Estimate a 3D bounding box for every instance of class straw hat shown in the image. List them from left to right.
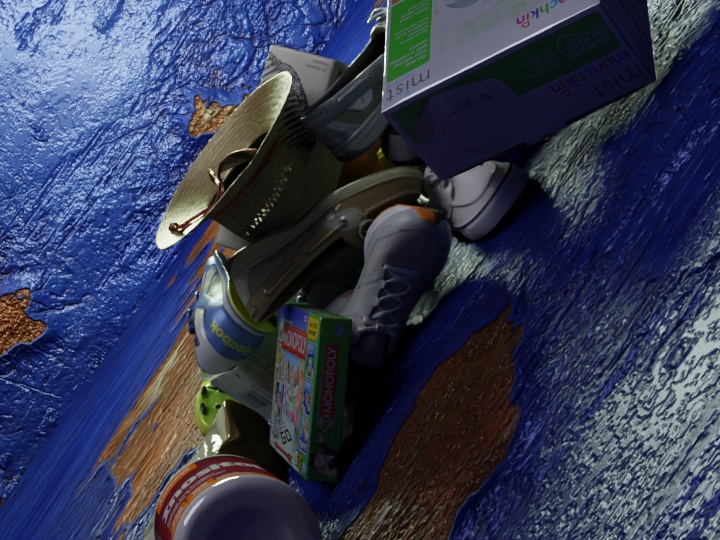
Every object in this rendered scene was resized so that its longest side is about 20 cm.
[{"bbox_3d":[-0.095,-0.075,1.443,0.201,0.085,0.201,-46,19,20],"label":"straw hat"}]

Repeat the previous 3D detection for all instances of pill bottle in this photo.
[{"bbox_3d":[-0.103,0.205,1.252,0.113,0.113,0.200,-56,11,-8],"label":"pill bottle"}]

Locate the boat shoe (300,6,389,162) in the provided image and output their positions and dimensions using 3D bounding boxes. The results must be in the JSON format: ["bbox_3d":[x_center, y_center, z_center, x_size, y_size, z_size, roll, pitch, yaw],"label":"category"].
[{"bbox_3d":[0.018,-0.195,1.468,0.202,0.065,0.074,-57,24,-15],"label":"boat shoe"}]

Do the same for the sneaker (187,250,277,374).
[{"bbox_3d":[-0.135,0.040,1.578,0.082,0.074,0.200,-53,13,11],"label":"sneaker"}]

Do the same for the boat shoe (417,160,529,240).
[{"bbox_3d":[0.088,-0.076,1.403,0.072,0.066,0.200,-54,11,-1],"label":"boat shoe"}]

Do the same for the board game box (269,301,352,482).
[{"bbox_3d":[-0.046,0.100,1.384,0.200,0.029,0.135,-170,84,-78],"label":"board game box"}]

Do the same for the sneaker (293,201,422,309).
[{"bbox_3d":[0.000,0.000,1.540,0.088,0.074,0.200,-38,18,40],"label":"sneaker"}]

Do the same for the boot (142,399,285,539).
[{"bbox_3d":[-0.140,0.223,1.468,0.155,0.072,0.200,-56,16,14],"label":"boot"}]

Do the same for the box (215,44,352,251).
[{"bbox_3d":[-0.066,-0.107,1.523,0.068,0.082,0.200,11,-86,-61],"label":"box"}]

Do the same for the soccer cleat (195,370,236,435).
[{"bbox_3d":[-0.154,0.149,1.813,0.200,0.065,0.084,-95,12,-67],"label":"soccer cleat"}]

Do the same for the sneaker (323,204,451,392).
[{"bbox_3d":[0.022,0.032,1.368,0.092,0.076,0.200,-84,17,-46],"label":"sneaker"}]

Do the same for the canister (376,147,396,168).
[{"bbox_3d":[0.109,-0.178,1.569,0.200,0.086,0.149,-58,13,-8],"label":"canister"}]

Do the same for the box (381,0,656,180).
[{"bbox_3d":[0.125,-0.193,1.286,0.200,0.097,0.177,-23,40,27],"label":"box"}]

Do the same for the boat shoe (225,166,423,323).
[{"bbox_3d":[-0.025,-0.025,1.409,0.200,0.063,0.073,-29,-13,14],"label":"boat shoe"}]

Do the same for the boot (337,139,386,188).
[{"bbox_3d":[0.002,-0.131,1.642,0.188,0.069,0.200,-44,-20,24],"label":"boot"}]

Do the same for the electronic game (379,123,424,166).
[{"bbox_3d":[0.091,-0.175,1.444,0.200,0.042,0.200,-40,26,24],"label":"electronic game"}]

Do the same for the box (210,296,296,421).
[{"bbox_3d":[-0.063,0.047,1.638,0.200,0.078,0.095,-59,12,-21],"label":"box"}]
